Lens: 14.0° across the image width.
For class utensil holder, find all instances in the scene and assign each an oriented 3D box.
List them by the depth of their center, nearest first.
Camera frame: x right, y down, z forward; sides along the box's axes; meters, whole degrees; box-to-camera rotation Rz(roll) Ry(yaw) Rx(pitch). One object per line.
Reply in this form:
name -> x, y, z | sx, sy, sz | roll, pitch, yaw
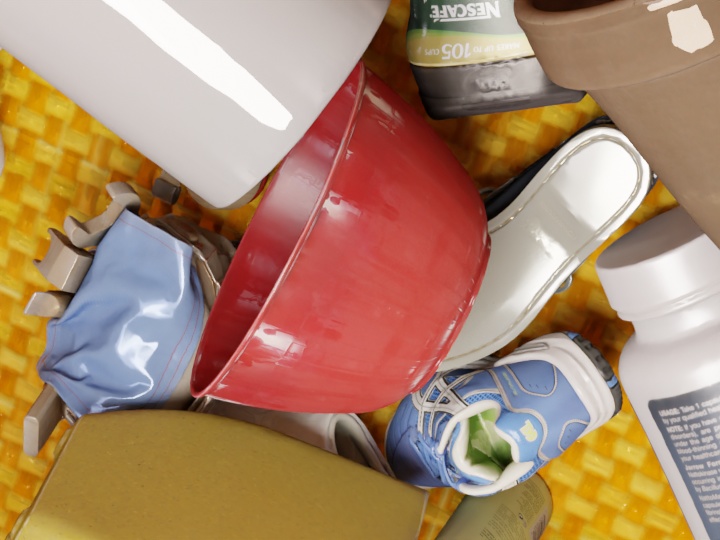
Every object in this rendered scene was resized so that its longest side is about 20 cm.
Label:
utensil holder -> -0.107, -0.154, 1.568 | 0.200, 0.170, 0.170 | 39, 120, -12

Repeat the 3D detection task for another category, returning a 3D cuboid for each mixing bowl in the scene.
mixing bowl -> 0.000, 0.000, 1.554 | 0.108, 0.200, 0.201 | 27, 119, -10

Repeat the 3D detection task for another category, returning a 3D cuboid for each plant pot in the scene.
plant pot -> 0.201, -0.104, 1.470 | 0.199, 0.200, 0.175 | -20, 111, 26
plant pot -> -0.105, 0.190, 1.603 | 0.199, 0.196, 0.195 | 29, 120, -3

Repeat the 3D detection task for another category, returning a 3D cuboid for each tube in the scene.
tube -> 0.059, 0.167, 1.636 | 0.058, 0.200, 0.052 | 39, 117, 1

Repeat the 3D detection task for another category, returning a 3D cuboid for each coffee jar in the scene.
coffee jar -> 0.064, -0.182, 1.556 | 0.104, 0.085, 0.201 | -7, 109, 17

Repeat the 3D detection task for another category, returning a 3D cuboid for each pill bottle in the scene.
pill bottle -> 0.209, 0.067, 1.584 | 0.119, 0.120, 0.201 | -20, 103, 26

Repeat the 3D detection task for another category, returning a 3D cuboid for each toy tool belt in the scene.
toy tool belt -> -0.125, 0.012, 1.657 | 0.124, 0.123, 0.201 | 28, 103, 27

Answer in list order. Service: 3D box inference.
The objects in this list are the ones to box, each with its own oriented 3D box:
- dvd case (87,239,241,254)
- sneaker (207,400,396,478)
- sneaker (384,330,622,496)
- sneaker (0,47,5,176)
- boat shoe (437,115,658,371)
dvd case -> -0.079, 0.078, 1.756 | 0.148, 0.016, 0.201 | -3, 110, 23
sneaker -> -0.027, 0.172, 1.717 | 0.115, 0.074, 0.201 | -2, 110, 33
sneaker -> 0.062, 0.088, 1.643 | 0.076, 0.077, 0.200 | 54, 147, -3
sneaker -> -0.219, -0.147, 1.680 | 0.129, 0.079, 0.200 | -12, 97, 33
boat shoe -> 0.090, -0.017, 1.627 | 0.075, 0.062, 0.200 | 45, 116, 4
